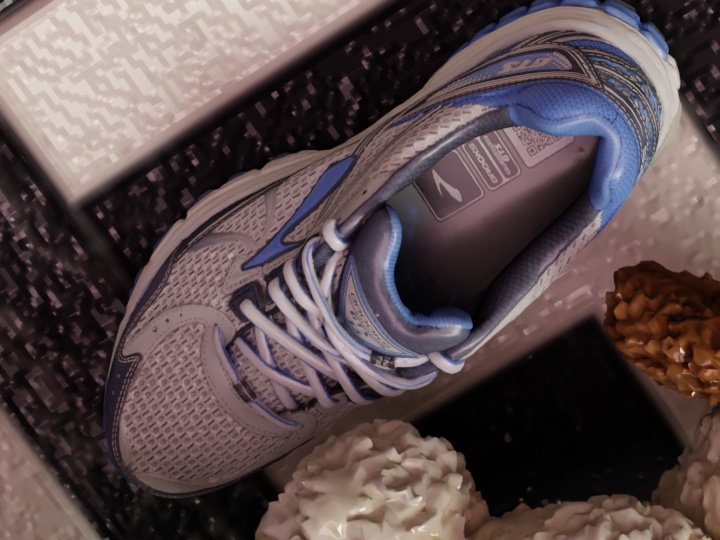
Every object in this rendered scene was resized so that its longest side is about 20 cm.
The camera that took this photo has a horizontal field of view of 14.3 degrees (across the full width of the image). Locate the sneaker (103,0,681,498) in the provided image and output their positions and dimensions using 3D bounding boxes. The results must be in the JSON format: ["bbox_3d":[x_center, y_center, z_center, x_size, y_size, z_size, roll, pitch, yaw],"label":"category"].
[{"bbox_3d":[0.000,0.000,0.794,0.200,0.085,0.077,-40,103,18],"label":"sneaker"}]

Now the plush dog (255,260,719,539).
[{"bbox_3d":[0.096,0.097,0.740,0.172,0.160,0.200,-44,109,-14],"label":"plush dog"}]
